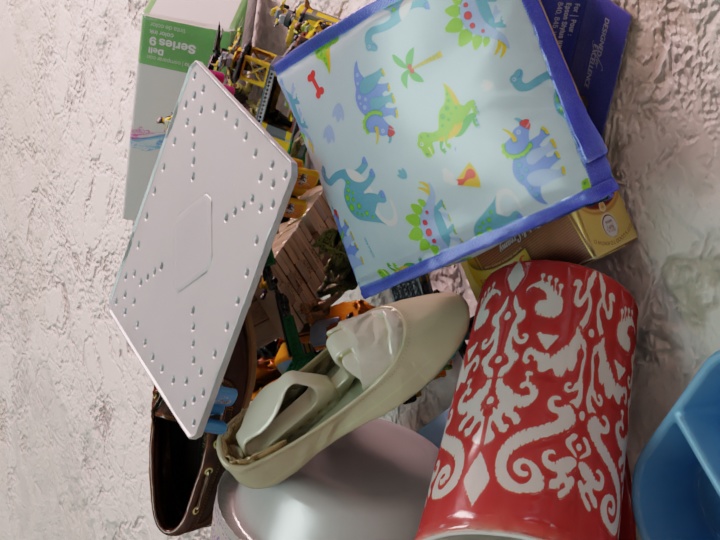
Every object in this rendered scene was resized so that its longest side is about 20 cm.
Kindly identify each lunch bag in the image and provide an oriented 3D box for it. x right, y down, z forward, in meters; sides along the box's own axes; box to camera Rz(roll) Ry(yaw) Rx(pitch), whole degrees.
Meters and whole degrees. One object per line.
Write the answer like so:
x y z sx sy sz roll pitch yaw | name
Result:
0.062 -0.096 1.178 0.199 0.127 0.171 -25 88 55 | lunch bag

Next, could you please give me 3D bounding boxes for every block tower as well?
-0.052 -0.008 1.486 0.057 0.200 0.054 -28 104 25 | block tower

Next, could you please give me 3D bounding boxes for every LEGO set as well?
0.000 0.000 1.358 0.202 0.153 0.116 67 -167 4 | LEGO set
-0.100 -0.136 1.559 0.154 0.115 0.201 -64 -6 -51 | LEGO set

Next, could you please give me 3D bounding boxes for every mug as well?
0.115 0.117 1.231 0.178 0.132 0.202 74 -155 -57 | mug

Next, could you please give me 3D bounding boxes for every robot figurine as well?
-0.025 0.071 1.510 0.199 0.144 0.059 -22 60 49 | robot figurine

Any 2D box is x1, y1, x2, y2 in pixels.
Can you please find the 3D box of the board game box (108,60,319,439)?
-0.105 -0.017 1.299 0.200 0.026 0.202 47 121 55 | board game box

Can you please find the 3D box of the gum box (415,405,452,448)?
0.111 0.172 1.383 0.200 0.044 0.172 -42 60 57 | gum box

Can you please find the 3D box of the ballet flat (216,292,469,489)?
-0.016 0.074 1.254 0.200 0.069 0.070 -40 54 12 | ballet flat

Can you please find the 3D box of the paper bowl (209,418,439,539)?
-0.006 0.177 1.344 0.201 0.199 0.105 42 131 50 | paper bowl

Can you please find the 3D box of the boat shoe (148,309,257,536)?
-0.120 0.099 1.385 0.070 0.070 0.202 14 112 36 | boat shoe

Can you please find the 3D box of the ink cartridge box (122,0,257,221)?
-0.151 -0.155 1.679 0.146 0.086 0.202 -78 -3 -60 | ink cartridge box

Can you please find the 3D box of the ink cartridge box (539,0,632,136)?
0.099 -0.132 1.339 0.200 0.047 0.199 49 137 48 | ink cartridge box

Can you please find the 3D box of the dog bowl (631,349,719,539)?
0.229 0.117 1.153 0.112 0.049 0.201 63 145 32 | dog bowl

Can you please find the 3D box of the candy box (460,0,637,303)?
0.095 -0.090 1.276 0.116 0.056 0.202 -24 90 46 | candy box
